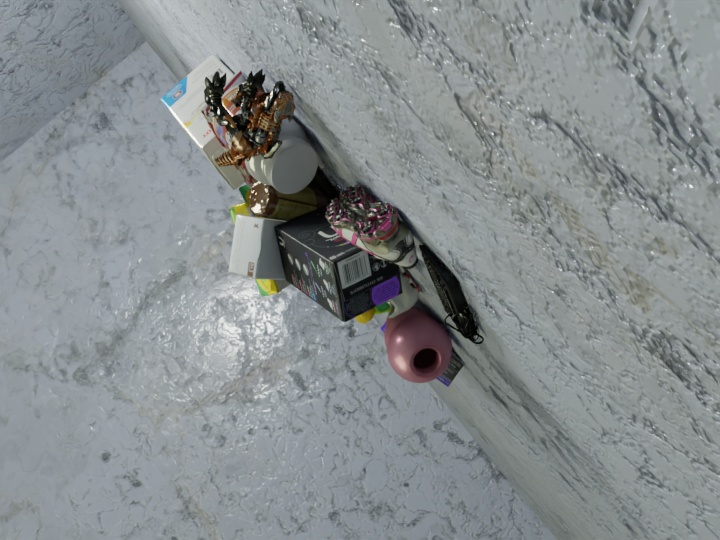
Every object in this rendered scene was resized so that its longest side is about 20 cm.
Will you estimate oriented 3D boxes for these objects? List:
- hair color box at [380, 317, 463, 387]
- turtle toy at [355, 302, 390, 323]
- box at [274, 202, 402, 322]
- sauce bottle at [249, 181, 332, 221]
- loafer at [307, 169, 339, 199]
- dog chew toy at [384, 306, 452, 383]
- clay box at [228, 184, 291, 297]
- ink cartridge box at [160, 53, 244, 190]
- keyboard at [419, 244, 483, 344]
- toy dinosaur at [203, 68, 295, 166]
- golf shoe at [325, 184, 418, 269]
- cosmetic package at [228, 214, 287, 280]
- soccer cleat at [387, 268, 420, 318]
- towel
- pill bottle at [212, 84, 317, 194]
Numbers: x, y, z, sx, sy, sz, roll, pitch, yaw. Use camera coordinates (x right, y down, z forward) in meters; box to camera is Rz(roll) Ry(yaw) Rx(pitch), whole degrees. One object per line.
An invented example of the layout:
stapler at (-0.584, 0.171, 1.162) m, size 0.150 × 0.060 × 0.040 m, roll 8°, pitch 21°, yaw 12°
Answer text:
hair color box at (0.128, 0.161, 1.591) m, size 0.109 × 0.065 × 0.200 m, roll 36°, pitch 180°, yaw -23°
turtle toy at (0.000, 0.000, 1.415) m, size 0.201 × 0.101 × 0.146 m, roll 48°, pitch -161°, yaw -2°
box at (-0.038, -0.020, 1.196) m, size 0.199 × 0.121 × 0.108 m, roll 30°, pitch 137°, yaw 52°
sauce bottle at (-0.100, -0.112, 1.288) m, size 0.198 × 0.067 × 0.066 m, roll 9°, pitch -151°, yaw -47°
loafer at (-0.116, -0.178, 1.360) m, size 0.201 × 0.071 × 0.073 m, roll 52°, pitch 175°, yaw -13°
dog chew toy at (0.100, 0.128, 1.428) m, size 0.125 × 0.124 × 0.200 m, roll 52°, pitch -176°, yaw -23°
clay box at (-0.176, -0.067, 1.394) m, size 0.115 × 0.047 × 0.204 m, roll -36°, pitch -71°, yaw -58°
ink cartridge box at (-0.275, -0.298, 1.502) m, size 0.200 × 0.147 × 0.145 m, roll 48°, pitch 175°, yaw 35°
keyboard at (0.119, 0.048, 1.029) m, size 0.104 × 0.039 × 0.200 m, roll 49°, pitch 176°, yaw 30°
toy dinosaur at (-0.169, -0.214, 1.085) m, size 0.102 × 0.198 × 0.138 m, roll -7°, pitch -112°, yaw -62°
golf shoe at (0.012, -0.056, 1.039) m, size 0.092 × 0.072 × 0.200 m, roll 51°, pitch 176°, yaw -30°
cosmetic package at (-0.137, -0.037, 1.310) m, size 0.073 × 0.104 × 0.198 m, roll 11°, pitch -178°, yaw 34°
soccer cleat at (0.024, -0.008, 1.292) m, size 0.201 × 0.077 × 0.069 m, roll 52°, pitch 175°, yaw -11°
towel at (-0.195, -0.242, 1.347) m, size 0.022 × 0.145 × 0.202 m, roll -10°, pitch 125°, yaw 34°
pill bottle at (-0.152, -0.210, 1.201) m, size 0.200 × 0.112 × 0.113 m, roll 46°, pitch 175°, yaw 40°
